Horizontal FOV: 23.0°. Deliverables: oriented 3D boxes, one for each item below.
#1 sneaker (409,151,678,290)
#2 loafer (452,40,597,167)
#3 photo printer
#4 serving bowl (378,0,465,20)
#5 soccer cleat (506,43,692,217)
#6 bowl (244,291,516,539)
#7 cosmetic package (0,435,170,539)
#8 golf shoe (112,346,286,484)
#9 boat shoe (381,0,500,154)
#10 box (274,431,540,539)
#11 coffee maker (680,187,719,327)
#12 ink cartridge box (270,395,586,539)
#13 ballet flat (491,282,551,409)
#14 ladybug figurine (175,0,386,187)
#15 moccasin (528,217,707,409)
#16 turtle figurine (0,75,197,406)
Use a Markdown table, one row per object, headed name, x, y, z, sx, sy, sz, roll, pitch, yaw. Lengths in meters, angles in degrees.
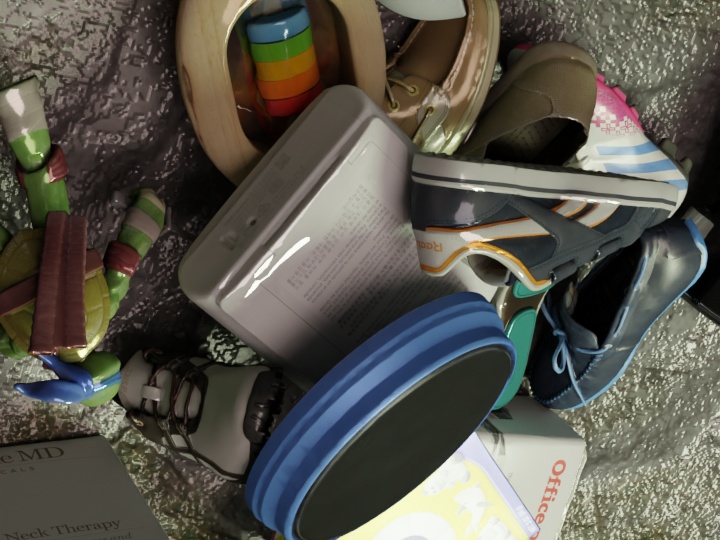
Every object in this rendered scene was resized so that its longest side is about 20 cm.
| name | x | y | z | sx | sy | sz | roll | pitch | yaw |
| --- | --- | --- | --- | --- | --- | --- | --- | --- | --- |
| sneaker | 0.113 | -0.029 | 1.118 | 0.199 | 0.078 | 0.080 | 2 | 97 | -31 |
| loafer | 0.090 | -0.069 | 1.204 | 0.075 | 0.068 | 0.200 | 21 | 128 | -20 |
| photo printer | 0.000 | 0.000 | 1.138 | 0.167 | 0.069 | 0.200 | -51 | 132 | -2 |
| serving bowl | 0.006 | -0.239 | 1.048 | 0.066 | 0.200 | 0.201 | -15 | 123 | 7 |
| soccer cleat | 0.165 | -0.083 | 1.265 | 0.200 | 0.070 | 0.087 | 35 | 82 | -37 |
| bowl | 0.018 | 0.098 | 1.118 | 0.200 | 0.039 | 0.201 | -36 | 158 | -17 |
| cosmetic package | -0.218 | 0.234 | 1.147 | 0.167 | 0.200 | 0.167 | -5 | 117 | -26 |
| golf shoe | -0.110 | 0.090 | 1.142 | 0.094 | 0.200 | 0.078 | 18 | 79 | -17 |
| boat shoe | 0.027 | -0.103 | 1.186 | 0.066 | 0.074 | 0.201 | 15 | 106 | -38 |
| box | 0.018 | 0.199 | 1.247 | 0.200 | 0.048 | 0.117 | -37 | 124 | -3 |
| coffee maker | 0.336 | -0.033 | 1.311 | 0.134 | 0.192 | 0.200 | 18 | 107 | -50 |
| ink cartridge box | 0.051 | 0.168 | 1.327 | 0.199 | 0.084 | 0.145 | 7 | 110 | -28 |
| ballet flat | 0.106 | 0.008 | 1.278 | 0.069 | 0.069 | 0.201 | 3 | 122 | -29 |
| ladybug figurine | -0.055 | -0.141 | 1.124 | 0.135 | 0.072 | 0.201 | -16 | 121 | -16 |
| moccasin | 0.172 | 0.027 | 1.305 | 0.068 | 0.081 | 0.200 | 2 | 135 | -34 |
| turtle figurine | -0.198 | -0.016 | 1.104 | 0.143 | 0.200 | 0.195 | -19 | 103 | 31 |
